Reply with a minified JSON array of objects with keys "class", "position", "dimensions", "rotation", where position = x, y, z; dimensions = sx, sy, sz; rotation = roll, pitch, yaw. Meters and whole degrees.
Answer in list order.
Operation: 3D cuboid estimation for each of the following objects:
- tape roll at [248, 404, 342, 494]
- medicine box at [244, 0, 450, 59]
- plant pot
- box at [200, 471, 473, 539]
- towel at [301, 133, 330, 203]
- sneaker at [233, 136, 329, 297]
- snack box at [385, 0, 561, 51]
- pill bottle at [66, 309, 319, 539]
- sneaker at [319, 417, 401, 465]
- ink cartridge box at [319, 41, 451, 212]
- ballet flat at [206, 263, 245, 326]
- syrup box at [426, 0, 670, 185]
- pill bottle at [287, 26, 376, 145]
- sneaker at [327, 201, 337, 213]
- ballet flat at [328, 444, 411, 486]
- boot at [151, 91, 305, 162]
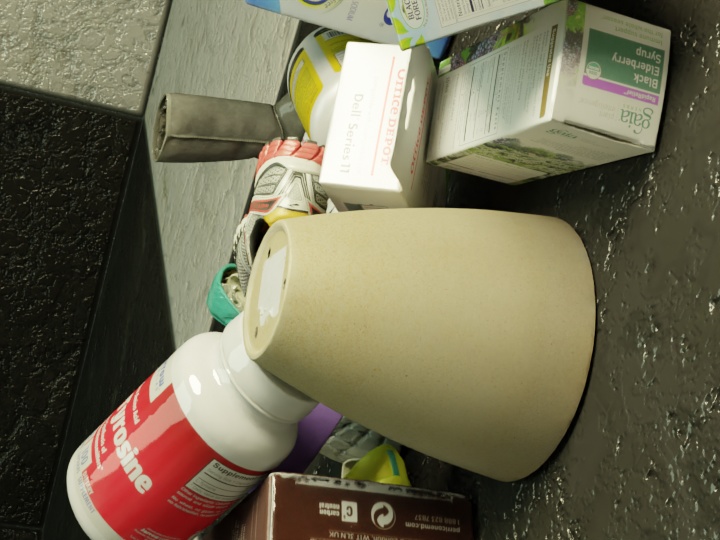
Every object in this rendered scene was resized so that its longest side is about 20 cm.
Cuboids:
[{"class":"tape roll","position":[-0.054,0.096,1.020],"dimensions":[0.202,0.065,0.200],"rotation":[-56,7,10]},{"class":"medicine box","position":[0.008,-0.314,1.061],"dimensions":[0.104,0.197,0.184],"rotation":[-104,31,-55]},{"class":"plant pot","position":[0.027,0.032,0.812],"dimensions":[0.187,0.197,0.191],"rotation":[-166,90,-70]},{"class":"box","position":[-0.026,0.266,0.898],"dimensions":[0.200,0.163,0.167],"rotation":[133,142,-56]},{"class":"towel","position":[-0.047,-0.119,1.367],"dimensions":[0.148,0.029,0.202],"rotation":[-107,33,-46]},{"class":"sneaker","position":[-0.067,-0.014,0.940],"dimensions":[0.201,0.076,0.083],"rotation":[101,177,-55]},{"class":"snack box","position":[0.089,-0.199,0.772],"dimensions":[0.200,0.140,0.054],"rotation":[-76,-30,-71]},{"class":"pill bottle","position":[-0.118,0.120,0.876],"dimensions":[0.200,0.112,0.113],"rotation":[-43,35,24]},{"class":"sneaker","position":[0.019,0.104,1.032],"dimensions":[0.200,0.076,0.083],"rotation":[-47,18,48]},{"class":"ink cartridge box","position":[0.022,-0.095,0.912],"dimensions":[0.200,0.066,0.119],"rotation":[57,-138,-68]},{"class":"ballet flat","position":[-0.089,0.055,1.226],"dimensions":[0.199,0.067,0.071],"rotation":[35,129,33]},{"class":"syrup box","position":[0.121,-0.115,0.812],"dimensions":[0.200,0.077,0.083],"rotation":[170,110,-70]},{"class":"pill bottle","position":[-0.001,-0.155,1.137],"dimensions":[0.201,0.112,0.116],"rotation":[-114,39,-60]},{"class":"sneaker","position":[0.000,0.000,1.104],"dimensions":[0.199,0.078,0.132],"rotation":[180,99,-71]},{"class":"ballet flat","position":[-0.015,0.208,1.051],"dimensions":[0.200,0.066,0.068],"rotation":[-45,46,49]},{"class":"boot","position":[-0.139,-0.193,1.423],"dimensions":[0.073,0.197,0.184],"rotation":[-106,32,-51]}]
